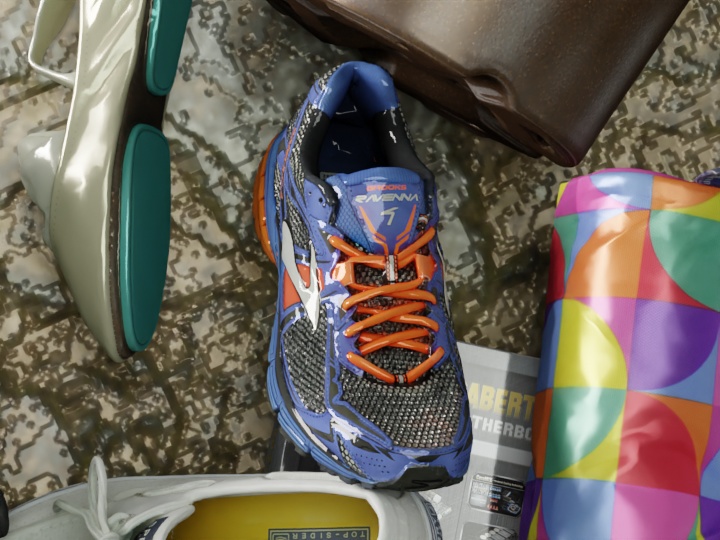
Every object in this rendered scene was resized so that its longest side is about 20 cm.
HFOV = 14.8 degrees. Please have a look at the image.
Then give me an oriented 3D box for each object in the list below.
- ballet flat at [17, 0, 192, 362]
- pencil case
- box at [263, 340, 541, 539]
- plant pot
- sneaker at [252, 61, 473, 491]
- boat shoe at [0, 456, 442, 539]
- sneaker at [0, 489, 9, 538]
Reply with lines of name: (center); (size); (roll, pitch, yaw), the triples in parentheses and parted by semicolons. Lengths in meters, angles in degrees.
ballet flat: (-0.104, -0.064, 1.109); (0.069, 0.069, 0.201); (9, 80, -7)
pencil case: (0.109, 0.057, 1.061); (0.088, 0.088, 0.201); (10, 82, -7)
box: (0.056, 0.114, 1.111); (0.199, 0.048, 0.160); (12, 80, -6)
plant pot: (0.068, -0.161, 1.085); (0.199, 0.200, 0.199); (30, 88, -3)
sneaker: (0.000, 0.000, 1.054); (0.075, 0.079, 0.201); (-2, 48, -18)
boat shoe: (-0.075, 0.109, 1.041); (0.201, 0.086, 0.075); (-5, 76, 18)
sneaker: (-0.200, 0.146, 1.047); (0.090, 0.066, 0.201); (22, 76, 33)
